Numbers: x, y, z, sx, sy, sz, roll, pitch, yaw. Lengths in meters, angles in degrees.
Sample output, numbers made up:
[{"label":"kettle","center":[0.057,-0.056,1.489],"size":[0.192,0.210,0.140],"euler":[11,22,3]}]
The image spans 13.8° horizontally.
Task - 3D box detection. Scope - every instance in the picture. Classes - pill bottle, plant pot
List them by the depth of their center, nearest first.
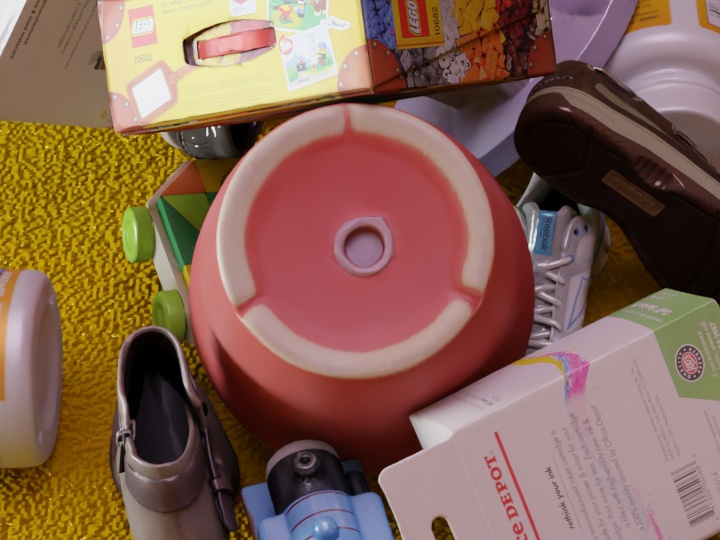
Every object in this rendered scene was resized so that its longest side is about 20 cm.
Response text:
[{"label":"plant pot","center":[0.000,0.000,1.563],"size":[0.200,0.177,0.201],"euler":[0,80,1]},{"label":"pill bottle","center":[-0.273,0.054,1.661],"size":[0.199,0.112,0.112],"euler":[0,48,4]},{"label":"pill bottle","center":[0.180,-0.141,1.796],"size":[0.109,0.109,0.200],"euler":[-3,48,2]}]

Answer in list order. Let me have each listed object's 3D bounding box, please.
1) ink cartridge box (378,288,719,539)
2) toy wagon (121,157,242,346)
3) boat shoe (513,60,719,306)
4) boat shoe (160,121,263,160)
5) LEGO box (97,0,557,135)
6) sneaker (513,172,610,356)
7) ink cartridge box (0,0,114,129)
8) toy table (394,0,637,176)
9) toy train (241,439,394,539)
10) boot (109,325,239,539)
[{"label":"ink cartridge box","center":[0.105,0.104,1.520],"size":[0.199,0.117,0.067],"euler":[-25,13,-14]},{"label":"toy wagon","center":[-0.045,0.011,1.702],"size":[0.155,0.040,0.200],"euler":[-5,46,-20]},{"label":"boat shoe","center":[0.179,-0.048,1.686],"size":[0.202,0.075,0.075],"euler":[42,37,-16]},{"label":"boat shoe","center":[-0.053,-0.156,1.736],"size":[0.057,0.067,0.201],"euler":[18,83,42]},{"label":"LEGO box","center":[-0.019,-0.126,1.594],"size":[0.200,0.078,0.149],"euler":[-6,2,44]},{"label":"sneaker","center":[0.099,0.010,1.686],"size":[0.075,0.087,0.200],"euler":[6,51,7]},{"label":"ink cartridge box","center":[-0.168,-0.181,1.785],"size":[0.200,0.145,0.145],"euler":[3,34,-47]},{"label":"toy table","center":[0.057,-0.143,1.742],"size":[0.200,0.117,0.184],"euler":[-51,34,1]},{"label":"toy train","center":[-0.009,0.176,1.527],"size":[0.086,0.114,0.200],"euler":[-12,49,-6]},{"label":"boot","center":[-0.105,0.083,1.596],"size":[0.070,0.147,0.200],"euler":[-15,48,-6]}]
